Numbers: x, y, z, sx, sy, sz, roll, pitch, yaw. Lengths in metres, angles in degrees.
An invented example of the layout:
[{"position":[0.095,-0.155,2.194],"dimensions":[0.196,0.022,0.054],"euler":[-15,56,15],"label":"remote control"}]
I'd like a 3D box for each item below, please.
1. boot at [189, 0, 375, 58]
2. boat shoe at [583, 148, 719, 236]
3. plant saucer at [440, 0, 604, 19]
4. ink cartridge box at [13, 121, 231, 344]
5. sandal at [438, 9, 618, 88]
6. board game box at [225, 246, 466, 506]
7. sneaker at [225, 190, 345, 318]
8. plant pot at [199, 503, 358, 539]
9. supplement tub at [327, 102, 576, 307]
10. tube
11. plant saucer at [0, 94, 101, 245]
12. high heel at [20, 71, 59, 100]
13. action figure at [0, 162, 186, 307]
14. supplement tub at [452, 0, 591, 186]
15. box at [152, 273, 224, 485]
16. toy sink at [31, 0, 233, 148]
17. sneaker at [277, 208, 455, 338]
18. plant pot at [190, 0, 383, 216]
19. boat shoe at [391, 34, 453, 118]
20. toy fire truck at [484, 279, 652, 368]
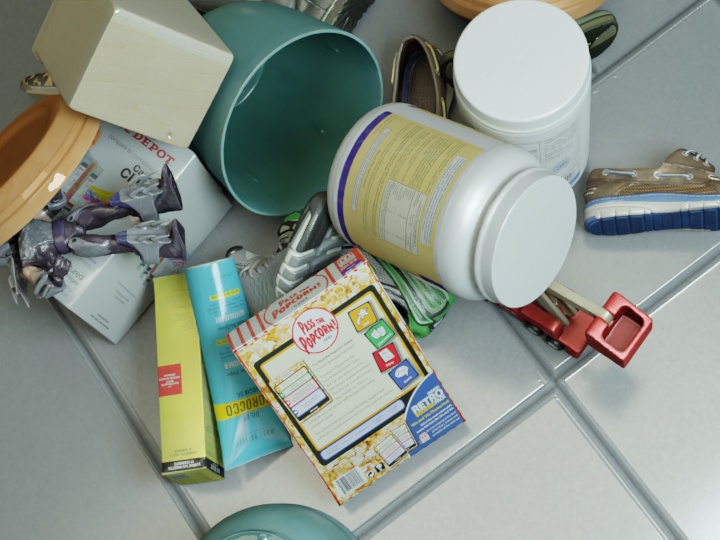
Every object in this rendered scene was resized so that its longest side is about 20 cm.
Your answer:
[{"position":[-0.082,-0.335,1.482],"dimensions":[0.199,0.073,0.183],"euler":[30,78,24],"label":"boot"},{"position":[0.320,-0.082,1.323],"dimensions":[0.197,0.072,0.073],"euler":[-2,71,9],"label":"boat shoe"},{"position":[0.169,-0.325,1.391],"dimensions":[0.198,0.038,0.201],"euler":[-3,46,3],"label":"plant saucer"},{"position":[-0.259,-0.058,1.378],"dimensions":[0.145,0.145,0.201],"euler":[36,81,19],"label":"ink cartridge box"},{"position":[0.170,-0.235,1.389],"dimensions":[0.199,0.080,0.058],"euler":[-18,68,-14],"label":"sandal"},{"position":[-0.012,0.103,1.272],"dimensions":[0.151,0.046,0.201],"euler":[-33,113,-2],"label":"board game box"},{"position":[-0.088,-0.010,1.331],"dimensions":[0.115,0.075,0.202],"euler":[37,123,28],"label":"sneaker"},{"position":[-0.087,0.308,1.239],"dimensions":[0.198,0.134,0.203],"euler":[-3,72,9],"label":"plant pot"},{"position":[0.083,-0.060,1.226],"dimensions":[0.199,0.145,0.146],"euler":[27,78,37],"label":"supplement tub"},{"position":[-0.126,0.089,1.323],"dimensions":[0.077,0.050,0.202],"euler":[-16,94,-24],"label":"tube"},{"position":[-0.329,-0.098,1.280],"dimensions":[0.199,0.037,0.201],"euler":[-33,31,23],"label":"plant saucer"},{"position":[-0.269,-0.235,1.481],"dimensions":[0.198,0.072,0.144],"euler":[9,68,10],"label":"high heel"},{"position":[-0.266,-0.037,1.257],"dimensions":[0.198,0.070,0.131],"euler":[-13,65,2],"label":"action figure"},{"position":[0.160,-0.158,1.304],"dimensions":[0.130,0.200,0.133],"euler":[-3,68,8],"label":"supplement tub"},{"position":[-0.173,0.109,1.348],"dimensions":[0.050,0.075,0.202],"euler":[-7,73,8],"label":"box"},{"position":[-0.231,-0.219,1.290],"dimensions":[0.113,0.129,0.200],"euler":[-59,39,17],"label":"toy sink"},{"position":[0.000,0.000,1.350],"dimensions":[0.198,0.078,0.086],"euler":[25,79,16],"label":"sneaker"},{"position":[-0.103,-0.182,1.368],"dimensions":[0.201,0.201,0.161],"euler":[-47,52,-7],"label":"plant pot"},{"position":[0.062,-0.146,1.385],"dimensions":[0.071,0.059,0.202],"euler":[-8,69,29],"label":"boat shoe"},{"position":[0.181,0.027,1.276],"dimensions":[0.199,0.141,0.049],"euler":[35,81,18],"label":"toy fire truck"}]
